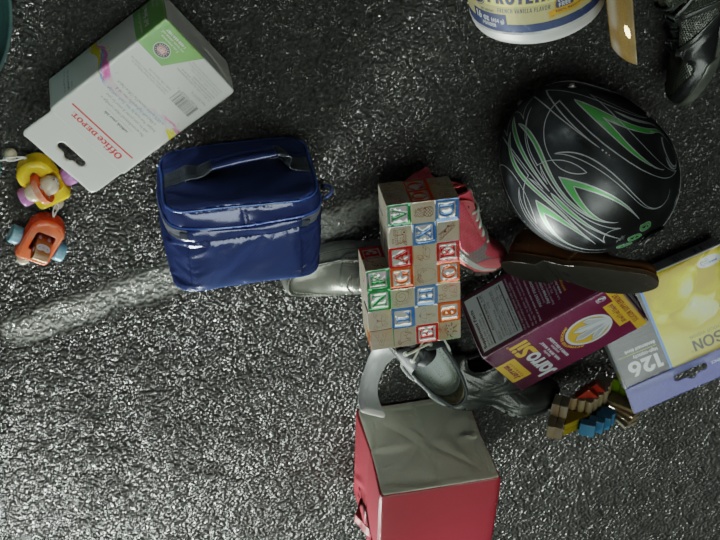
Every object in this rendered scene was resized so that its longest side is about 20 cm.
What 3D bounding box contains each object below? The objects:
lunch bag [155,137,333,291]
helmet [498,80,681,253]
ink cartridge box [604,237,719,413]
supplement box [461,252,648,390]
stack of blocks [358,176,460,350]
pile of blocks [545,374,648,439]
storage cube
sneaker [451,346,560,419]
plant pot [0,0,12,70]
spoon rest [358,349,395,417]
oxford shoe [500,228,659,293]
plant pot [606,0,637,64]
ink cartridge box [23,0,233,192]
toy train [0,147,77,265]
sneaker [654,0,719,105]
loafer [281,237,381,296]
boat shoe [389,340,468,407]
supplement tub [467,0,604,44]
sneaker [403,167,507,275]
[{"bbox_3d":[-0.130,-0.074,1.311,0.200,0.136,0.132,-9,132,-8],"label":"lunch bag"},{"bbox_3d":[0.259,-0.119,1.348,0.191,0.200,0.200,10,127,-36],"label":"helmet"},{"bbox_3d":[0.441,0.084,1.610,0.197,0.047,0.200,-25,101,5],"label":"ink cartridge box"},{"bbox_3d":[0.256,0.053,1.528,0.200,0.103,0.131,-31,142,18],"label":"supplement box"},{"bbox_3d":[0.058,-0.007,1.384,0.115,0.059,0.200,-7,122,-6],"label":"stack of blocks"},{"bbox_3d":[0.356,0.188,1.669,0.200,0.082,0.062,-23,134,-25],"label":"pile of blocks"},{"bbox_3d":[0.090,0.310,1.675,0.200,0.171,0.180,-6,130,-10],"label":"storage cube"},{"bbox_3d":[0.204,0.156,1.646,0.200,0.076,0.091,6,118,-25],"label":"sneaker"},{"bbox_3d":[-0.441,-0.248,1.060,0.134,0.200,0.200,-3,137,24],"label":"plant pot"},{"bbox_3d":[0.051,0.103,1.575,0.099,0.061,0.200,19,109,-30],"label":"spoon rest"},{"bbox_3d":[0.275,-0.019,1.422,0.200,0.071,0.071,12,157,30],"label":"oxford shoe"},{"bbox_3d":[0.266,-0.312,1.186,0.027,0.200,0.200,-4,133,14],"label":"plant pot"},{"bbox_3d":[-0.250,-0.186,1.228,0.200,0.067,0.117,-34,130,13],"label":"ink cartridge box"},{"bbox_3d":[-0.402,-0.072,1.292,0.200,0.056,0.150,28,117,-33],"label":"toy train"},{"bbox_3d":[0.362,-0.285,1.309,0.114,0.076,0.200,2,126,-14],"label":"sneaker"},{"bbox_3d":[0.000,0.000,1.454,0.200,0.070,0.070,-14,132,-3],"label":"loafer"},{"bbox_3d":[0.083,0.106,1.516,0.076,0.060,0.200,-42,125,5],"label":"boat shoe"},{"bbox_3d":[0.167,-0.346,1.155,0.144,0.144,0.200,-18,132,0],"label":"supplement tub"},{"bbox_3d":[0.124,-0.061,1.434,0.200,0.074,0.087,27,117,-32],"label":"sneaker"}]
